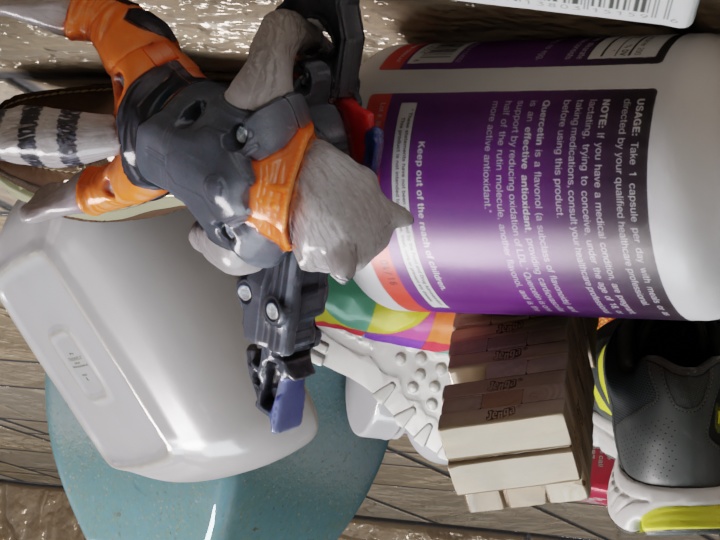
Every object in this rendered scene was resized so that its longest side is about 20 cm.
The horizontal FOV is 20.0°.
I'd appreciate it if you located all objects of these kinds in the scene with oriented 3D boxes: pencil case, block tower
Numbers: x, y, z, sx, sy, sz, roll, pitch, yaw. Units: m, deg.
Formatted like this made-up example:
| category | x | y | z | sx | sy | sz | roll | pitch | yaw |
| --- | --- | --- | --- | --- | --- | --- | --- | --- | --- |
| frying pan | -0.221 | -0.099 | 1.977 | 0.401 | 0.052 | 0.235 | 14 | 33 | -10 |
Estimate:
| category | x | y | z | sx | sy | sz | roll | pitch | yaw |
| --- | --- | --- | --- | --- | --- | --- | --- | --- | --- |
| pencil case | 0.000 | 0.000 | 1.143 | 0.198 | 0.089 | 0.088 | 12 | 168 | -12 |
| block tower | 0.073 | 0.025 | 0.894 | 0.057 | 0.201 | 0.054 | -8 | 121 | 15 |

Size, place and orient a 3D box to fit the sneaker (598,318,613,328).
| category | x | y | z | sx | sy | sz | roll | pitch | yaw |
| --- | --- | --- | --- | --- | --- | --- | --- | --- | --- |
| sneaker | 0.139 | 0.013 | 1.095 | 0.198 | 0.078 | 0.073 | 12 | -176 | -8 |

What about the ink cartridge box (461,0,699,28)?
| category | x | y | z | sx | sy | sz | roll | pitch | yaw |
| --- | --- | --- | --- | --- | --- | --- | --- | --- | --- |
| ink cartridge box | 0.011 | -0.129 | 0.612 | 0.198 | 0.044 | 0.174 | 7 | 168 | 5 |

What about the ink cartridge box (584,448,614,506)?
| category | x | y | z | sx | sy | sz | roll | pitch | yaw |
| --- | --- | --- | --- | --- | --- | --- | --- | --- | --- |
| ink cartridge box | 0.214 | 0.071 | 1.172 | 0.198 | 0.146 | 0.084 | 10 | 170 | -9 |

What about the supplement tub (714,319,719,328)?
| category | x | y | z | sx | sy | sz | roll | pitch | yaw |
| --- | --- | --- | --- | --- | --- | --- | --- | --- | --- |
| supplement tub | 0.244 | 0.052 | 0.873 | 0.122 | 0.201 | 0.123 | -24 | 153 | -14 |

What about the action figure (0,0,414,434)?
| category | x | y | z | sx | sy | sz | roll | pitch | yaw |
| --- | --- | --- | --- | --- | --- | --- | --- | --- | --- |
| action figure | -0.068 | -0.025 | 0.798 | 0.192 | 0.202 | 0.104 | 15 | -156 | 33 |

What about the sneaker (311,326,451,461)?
| category | x | y | z | sx | sy | sz | roll | pitch | yaw |
| --- | --- | --- | --- | --- | --- | --- | --- | --- | --- |
| sneaker | 0.038 | 0.048 | 1.239 | 0.199 | 0.077 | 0.080 | 36 | -158 | 15 |

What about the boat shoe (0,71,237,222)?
| category | x | y | z | sx | sy | sz | roll | pitch | yaw |
| --- | --- | --- | --- | --- | --- | --- | --- | --- | --- |
| boat shoe | -0.093 | -0.069 | 0.945 | 0.200 | 0.075 | 0.075 | 4 | 144 | 22 |

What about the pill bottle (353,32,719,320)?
| category | x | y | z | sx | sy | sz | roll | pitch | yaw |
| --- | --- | --- | --- | --- | --- | --- | --- | --- | --- |
| pill bottle | 0.093 | -0.037 | 0.821 | 0.198 | 0.114 | 0.112 | 2 | 167 | 29 |

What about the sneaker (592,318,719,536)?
| category | x | y | z | sx | sy | sz | roll | pitch | yaw |
| --- | --- | --- | --- | --- | --- | --- | --- | --- | --- |
| sneaker | 0.141 | 0.049 | 0.922 | 0.074 | 0.085 | 0.200 | 2 | -163 | -3 |

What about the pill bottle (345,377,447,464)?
| category | x | y | z | sx | sy | sz | roll | pitch | yaw |
| --- | --- | --- | --- | --- | --- | --- | --- | --- | --- |
| pill bottle | 0.096 | 0.077 | 1.347 | 0.198 | 0.110 | 0.109 | 8 | 169 | -16 |

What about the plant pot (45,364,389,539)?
| category | x | y | z | sx | sy | sz | roll | pitch | yaw |
| --- | --- | --- | --- | --- | --- | --- | --- | --- | --- |
| plant pot | -0.096 | 0.101 | 1.394 | 0.195 | 0.202 | 0.195 | 0 | 167 | 34 |

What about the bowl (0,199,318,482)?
| category | x | y | z | sx | sy | sz | roll | pitch | yaw |
| --- | --- | --- | --- | --- | --- | --- | --- | --- | --- |
| bowl | -0.122 | 0.031 | 1.094 | 0.074 | 0.201 | 0.200 | -35 | -173 | -24 |

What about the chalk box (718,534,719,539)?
| category | x | y | z | sx | sy | sz | roll | pitch | yaw |
| --- | --- | --- | --- | --- | --- | --- | --- | --- | --- |
| chalk box | 0.285 | 0.082 | 1.056 | 0.199 | 0.126 | 0.123 | -21 | -175 | -35 |
